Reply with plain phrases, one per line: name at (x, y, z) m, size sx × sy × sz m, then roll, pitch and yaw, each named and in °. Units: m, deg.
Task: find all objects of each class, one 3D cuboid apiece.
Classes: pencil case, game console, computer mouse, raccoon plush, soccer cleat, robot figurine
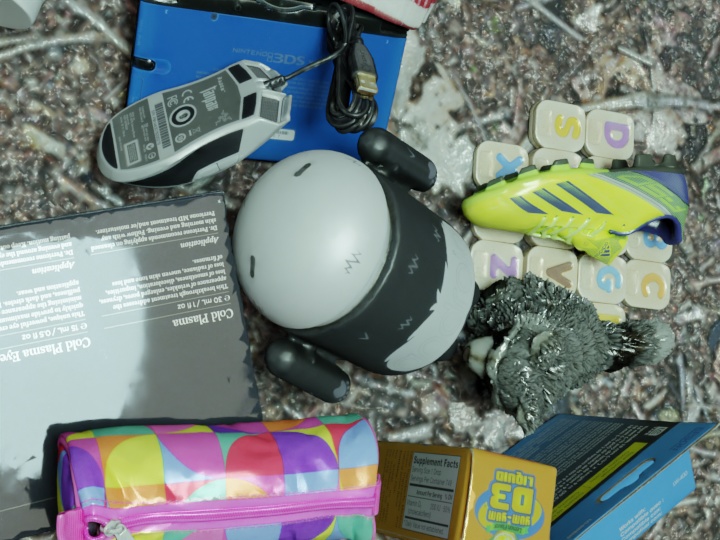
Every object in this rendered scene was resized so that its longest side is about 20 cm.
pencil case at (-0.083, 0.130, 0.666) m, size 0.197 × 0.088 × 0.090 m, roll -3°, pitch 87°, yaw -24°
game console at (-0.075, -0.182, 0.840) m, size 0.197 × 0.119 × 0.173 m, roll 3°, pitch 115°, yaw -22°
computer mouse at (-0.081, -0.104, 0.764) m, size 0.197 × 0.044 × 0.111 m, roll -21°, pitch 52°, yaw 5°
raccoon plush at (0.165, 0.056, 0.838) m, size 0.197 × 0.134 × 0.098 m, roll -11°, pitch 105°, yaw -11°
soccer cleat at (0.174, -0.044, 0.892) m, size 0.197 × 0.065 × 0.085 m, roll -6°, pitch 90°, yaw -21°
robot figurine at (-0.001, -0.002, 0.782) m, size 0.199 × 0.124 × 0.152 m, roll 30°, pitch 43°, yaw -48°

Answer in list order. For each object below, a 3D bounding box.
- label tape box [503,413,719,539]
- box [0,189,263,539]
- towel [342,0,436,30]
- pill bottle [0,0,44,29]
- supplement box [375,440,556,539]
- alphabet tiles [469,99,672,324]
label tape box at (0.157, 0.167, 0.808) m, size 0.143 × 0.200 × 0.064 m, roll -32°, pitch 98°, yaw -21°
box at (-0.176, 0.059, 0.731) m, size 0.197 × 0.104 × 0.185 m, roll -10°, pitch 90°, yaw -22°
towel at (0.022, -0.267, 0.738) m, size 0.142 × 0.023 × 0.201 m, roll 17°, pitch 119°, yaw -22°
pill bottle at (-0.215, -0.267, 0.740) m, size 0.108 × 0.108 × 0.203 m, roll 23°, pitch 77°, yaw -19°
supplement box at (0.053, 0.153, 0.767) m, size 0.066 × 0.200 × 0.070 m, roll 15°, pitch 81°, yaw -20°
alphabet tiles at (0.178, -0.035, 0.935) m, size 0.193 × 0.015 × 0.203 m, roll 7°, pitch 83°, yaw -22°
